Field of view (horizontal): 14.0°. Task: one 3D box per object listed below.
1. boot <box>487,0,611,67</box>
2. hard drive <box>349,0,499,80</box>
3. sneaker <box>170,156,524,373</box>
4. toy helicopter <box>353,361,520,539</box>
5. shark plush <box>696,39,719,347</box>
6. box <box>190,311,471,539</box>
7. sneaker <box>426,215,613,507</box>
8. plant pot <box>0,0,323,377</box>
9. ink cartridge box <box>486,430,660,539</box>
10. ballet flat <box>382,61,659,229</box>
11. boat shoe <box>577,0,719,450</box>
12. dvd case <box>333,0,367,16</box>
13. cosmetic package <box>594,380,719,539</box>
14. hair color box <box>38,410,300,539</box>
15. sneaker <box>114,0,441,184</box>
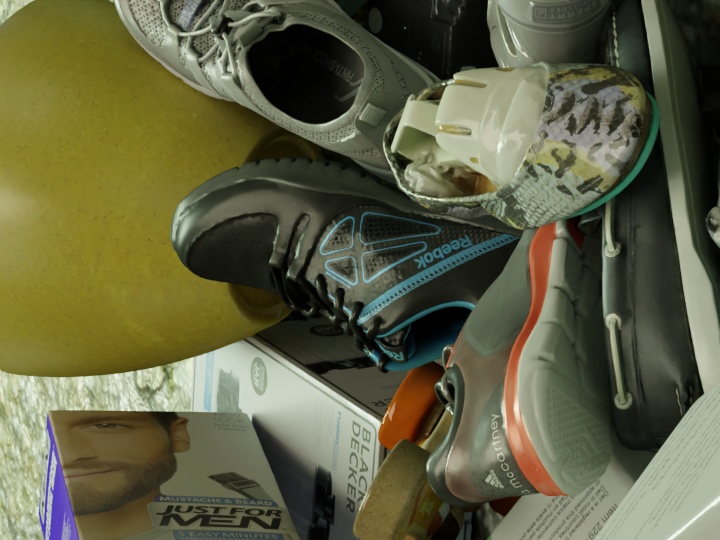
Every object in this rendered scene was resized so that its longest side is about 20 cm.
[{"bbox_3d":[0.069,-0.161,1.314,0.096,0.073,0.201,87,176,-53],"label":"boot"},{"bbox_3d":[0.006,-0.130,1.459,0.200,0.038,0.140,24,116,56],"label":"hard drive"},{"bbox_3d":[0.000,0.000,1.347,0.073,0.199,0.082,61,-142,-54],"label":"sneaker"},{"bbox_3d":[0.020,0.110,1.308,0.079,0.200,0.133,30,90,11],"label":"toy helicopter"},{"bbox_3d":[0.162,-0.001,1.190,0.200,0.091,0.083,61,174,26],"label":"shark plush"},{"bbox_3d":[-0.017,0.093,1.517,0.200,0.060,0.117,32,122,54],"label":"box"},{"bbox_3d":[0.067,0.026,1.247,0.082,0.200,0.077,-21,114,27],"label":"sneaker"},{"bbox_3d":[-0.100,-0.034,1.487,0.141,0.200,0.201,10,106,28],"label":"plant pot"},{"bbox_3d":[0.124,0.186,1.221,0.146,0.084,0.200,-52,47,20],"label":"ink cartridge box"},{"bbox_3d":[0.055,-0.055,1.226,0.200,0.072,0.072,175,89,-72],"label":"ballet flat"},{"bbox_3d":[0.118,-0.024,1.217,0.060,0.076,0.201,-16,62,20],"label":"boat shoe"},{"bbox_3d":[-0.027,-0.223,1.443,0.146,0.022,0.201,-41,61,54],"label":"dvd case"},{"bbox_3d":[0.185,0.107,1.009,0.165,0.165,0.200,42,141,-1],"label":"cosmetic package"},{"bbox_3d":[-0.094,0.132,1.431,0.200,0.109,0.065,-123,37,-69],"label":"hair color box"},{"bbox_3d":[-0.043,-0.111,1.379,0.200,0.082,0.075,27,90,30],"label":"sneaker"}]
